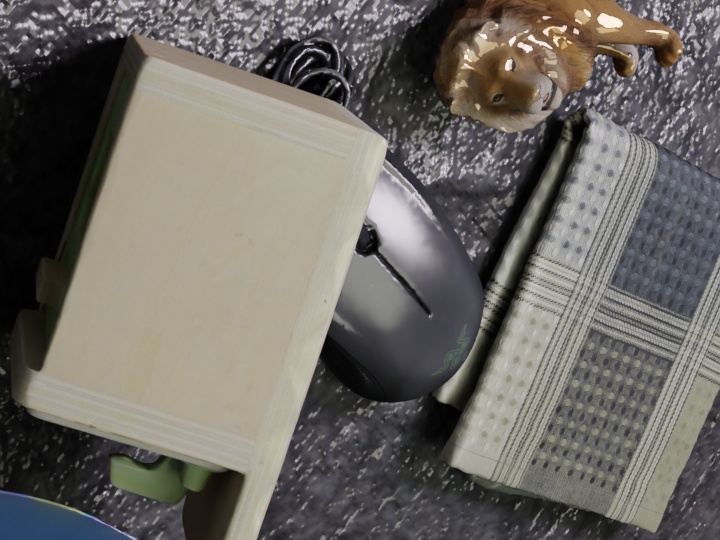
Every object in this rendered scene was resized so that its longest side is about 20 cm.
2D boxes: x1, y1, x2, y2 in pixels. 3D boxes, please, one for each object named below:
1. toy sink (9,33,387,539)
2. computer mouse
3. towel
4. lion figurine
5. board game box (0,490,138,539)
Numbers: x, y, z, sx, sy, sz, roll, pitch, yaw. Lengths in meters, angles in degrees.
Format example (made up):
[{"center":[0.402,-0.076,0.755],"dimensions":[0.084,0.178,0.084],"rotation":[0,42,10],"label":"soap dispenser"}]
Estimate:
[{"center":[-0.080,0.015,0.940],"dimensions":[0.111,0.130,0.202],"rotation":[17,98,-11],"label":"toy sink"},{"center":[0.000,0.000,1.069],"dimensions":[0.139,0.053,0.200],"rotation":[-53,131,-10],"label":"computer mouse"},{"center":[0.132,0.033,1.210],"dimensions":[0.192,0.034,0.201],"rotation":[22,91,-45],"label":"towel"},{"center":[0.103,-0.160,1.086],"dimensions":[0.122,0.072,0.202],"rotation":[12,86,-28],"label":"lion figurine"},{"center":[-0.162,0.140,0.958],"dimensions":[0.199,0.039,0.158],"rotation":[-29,127,27],"label":"board game box"}]
